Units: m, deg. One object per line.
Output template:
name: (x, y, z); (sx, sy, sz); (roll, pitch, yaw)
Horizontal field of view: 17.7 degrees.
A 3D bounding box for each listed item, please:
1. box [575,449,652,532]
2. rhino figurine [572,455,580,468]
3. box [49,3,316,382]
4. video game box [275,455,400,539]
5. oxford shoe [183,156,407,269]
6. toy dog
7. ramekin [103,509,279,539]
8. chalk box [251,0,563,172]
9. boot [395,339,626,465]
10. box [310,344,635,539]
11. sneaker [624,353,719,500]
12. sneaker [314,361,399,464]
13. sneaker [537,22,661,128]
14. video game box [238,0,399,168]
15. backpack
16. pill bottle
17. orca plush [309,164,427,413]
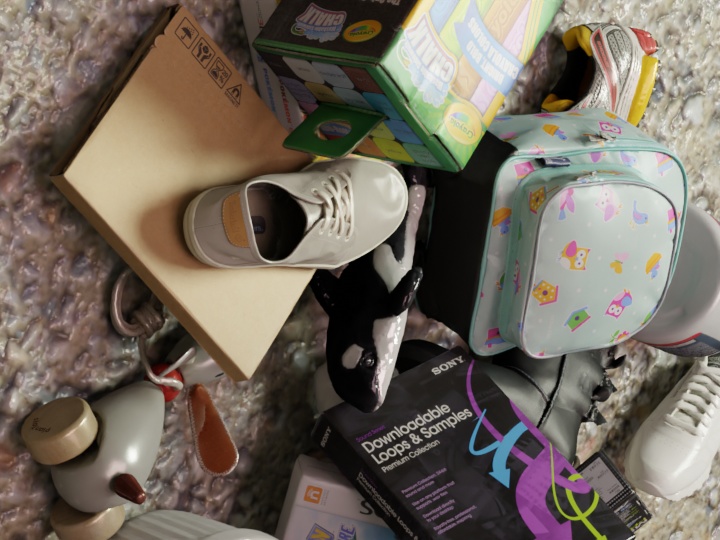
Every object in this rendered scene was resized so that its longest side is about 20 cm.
box: (0.133, 0.229, 1.809); (0.200, 0.044, 0.160); (-39, 163, 2)
rhino figurine: (0.119, 0.172, 1.868); (0.199, 0.060, 0.088); (-13, 74, -46)
box: (-0.103, -0.051, 1.549); (0.200, 0.021, 0.164); (50, 53, -28)
video game box: (0.016, 0.252, 1.687); (0.181, 0.047, 0.201); (14, 103, -7)
oxford shoe: (-0.031, -0.038, 1.562); (0.199, 0.058, 0.076); (-10, 88, -47)
toy dog: (-0.135, 0.100, 1.549); (0.201, 0.096, 0.132); (-58, 136, -19)
ramekin: (-0.132, 0.257, 1.580); (0.202, 0.094, 0.204); (-26, 128, -39)
chalk box: (0.023, -0.151, 1.572); (0.201, 0.124, 0.124); (-58, 134, -17)
boot: (0.116, 0.071, 1.831); (0.198, 0.073, 0.163); (36, 52, -17)
box: (0.080, 0.153, 1.639); (0.143, 0.200, 0.036); (-24, 149, -37)
sneaker: (0.295, 0.122, 2.028); (0.200, 0.076, 0.081); (-46, 158, -43)
sneaker: (0.016, 0.152, 1.726); (0.081, 0.076, 0.201); (-85, 158, -57)
sneaker: (0.173, -0.104, 1.867); (0.082, 0.078, 0.201); (12, 92, -27)
video game box: (0.007, -0.164, 1.675); (0.200, 0.047, 0.183); (-35, 122, -37)
backpack: (0.158, -0.030, 1.752); (0.199, 0.153, 0.177); (-13, 119, -37)
pill bottle: (0.272, 0.011, 1.939); (0.200, 0.119, 0.120); (21, 84, -68)
orca plush: (0.000, 0.000, 1.651); (0.071, 0.105, 0.201); (19, 75, -11)
